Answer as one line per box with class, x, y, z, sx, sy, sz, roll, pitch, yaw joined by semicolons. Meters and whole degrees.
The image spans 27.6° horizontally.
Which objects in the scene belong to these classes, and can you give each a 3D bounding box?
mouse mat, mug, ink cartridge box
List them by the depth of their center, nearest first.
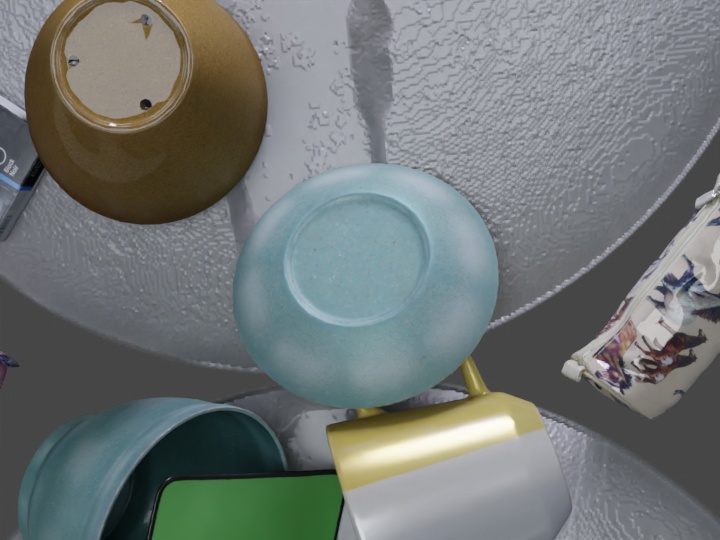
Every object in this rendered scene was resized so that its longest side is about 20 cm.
mug;0.063;0.144;1.059;0.152;0.150;0.188;-19;112;0
mouse mat;-0.089;0.225;1.072;0.007;0.199;0.162;16;95;41
ink cartridge box;-0.342;-0.116;1.153;0.199;0.039;0.100;32;97;5

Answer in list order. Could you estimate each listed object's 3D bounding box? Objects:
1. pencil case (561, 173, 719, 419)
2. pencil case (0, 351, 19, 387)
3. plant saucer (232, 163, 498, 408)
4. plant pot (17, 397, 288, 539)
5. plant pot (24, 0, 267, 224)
pencil case;0.235;0.018;1.062;0.089;0.078;0.200;36;97;-18
pencil case;-0.369;0.052;1.140;0.199;0.087;0.088;32;96;6
plant saucer;0.000;0.000;1.066;0.199;0.039;0.203;-4;63;8
plant pot;-0.166;0.179;1.080;0.133;0.200;0.202;16;95;37
plant pot;-0.158;-0.129;1.030;0.185;0.200;0.188;0;90;-3
